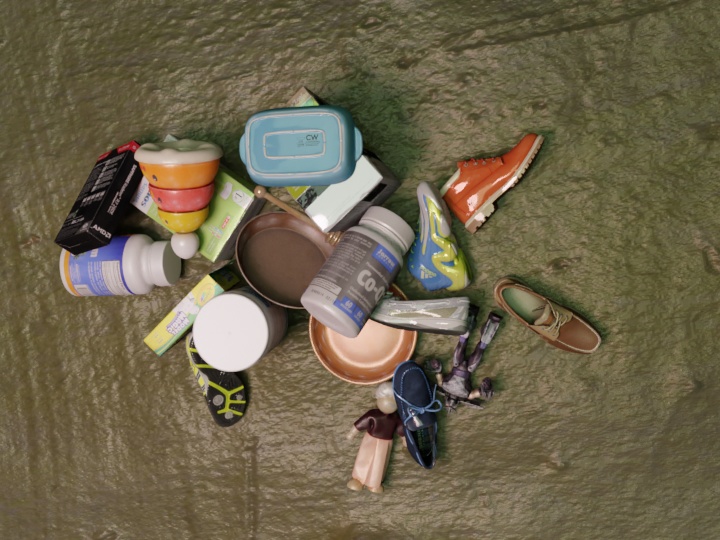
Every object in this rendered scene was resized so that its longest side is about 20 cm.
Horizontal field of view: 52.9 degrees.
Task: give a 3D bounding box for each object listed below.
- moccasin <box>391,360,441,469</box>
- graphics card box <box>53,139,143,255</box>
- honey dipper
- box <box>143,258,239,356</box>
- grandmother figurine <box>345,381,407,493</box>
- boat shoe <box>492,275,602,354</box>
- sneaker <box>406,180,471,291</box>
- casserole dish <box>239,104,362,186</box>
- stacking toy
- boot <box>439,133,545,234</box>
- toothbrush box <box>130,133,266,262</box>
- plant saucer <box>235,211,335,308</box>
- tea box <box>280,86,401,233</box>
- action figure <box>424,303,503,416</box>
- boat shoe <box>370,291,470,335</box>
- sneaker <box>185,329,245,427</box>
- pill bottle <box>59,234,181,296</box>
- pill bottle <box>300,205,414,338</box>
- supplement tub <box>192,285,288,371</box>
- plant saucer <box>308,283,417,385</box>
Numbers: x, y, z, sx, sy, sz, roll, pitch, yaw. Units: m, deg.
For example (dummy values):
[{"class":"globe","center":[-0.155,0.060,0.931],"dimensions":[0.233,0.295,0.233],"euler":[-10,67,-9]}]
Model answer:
[{"class":"moccasin","center":[0.109,0.251,1.251],"dimensions":[0.080,0.068,0.202],"euler":[-20,114,-10]},{"class":"graphics card box","center":[-0.461,-0.130,1.299],"dimensions":[0.125,0.051,0.202],"euler":[-11,51,40]},{"class":"honey dipper","center":[-0.099,-0.095,1.280],"dimensions":[0.199,0.038,0.038],"euler":[32,99,-12]},{"class":"box","center":[-0.296,0.061,1.320],"dimensions":[0.048,0.117,0.200],"euler":[43,100,-3]},{"class":"grandmother figurine","center":[0.037,0.296,1.298],"dimensions":[0.120,0.061,0.202],"euler":[9,100,-22]},{"class":"boat shoe","center":[0.312,0.081,1.225],"dimensions":[0.199,0.074,0.076],"euler":[29,99,8]},{"class":"sneaker","center":[0.114,-0.048,1.243],"dimensions":[0.104,0.076,0.202],"euler":[-19,103,18]},{"class":"casserole dish","center":[-0.096,-0.191,1.102],"dimensions":[0.198,0.039,0.123],"euler":[-1,94,11]},{"class":"stacking toy","center":[-0.301,-0.116,1.232],"dimensions":[0.144,0.146,0.202],"euler":[3,108,11]},{"class":"boot","center":[0.222,-0.171,1.230],"dimensions":[0.107,0.075,0.200],"euler":[44,101,10]},{"class":"toothbrush box","center":[-0.294,-0.131,1.323],"dimensions":[0.199,0.086,0.146],"euler":[34,98,6]},{"class":"plant saucer","center":[-0.125,-0.013,1.268],"dimensions":[0.200,0.200,0.035],"euler":[40,139,6]},{"class":"tea box","center":[-0.053,-0.178,1.215],"dimensions":[0.133,0.200,0.197],"euler":[-41,85,11]},{"class":"action figure","center":[0.180,0.162,1.261],"dimensions":[0.129,0.069,0.202],"euler":[18,100,4]},{"class":"boat shoe","center":[0.086,0.067,1.230],"dimensions":[0.200,0.074,0.065],"euler":[5,78,25]},{"class":"sneaker","center":[-0.270,0.197,1.354],"dimensions":[0.075,0.076,0.202],"euler":[-20,107,-22]},{"class":"pill bottle","center":[-0.442,-0.011,1.347],"dimensions":[0.198,0.112,0.113],"euler":[-3,93,11]},{"class":"pill bottle","center":[0.000,0.000,1.196],"dimensions":[0.113,0.114,0.201],"euler":[32,74,7]},{"class":"supplement tub","center":[-0.203,0.096,1.256],"dimensions":[0.130,0.200,0.134],"euler":[0,92,2]},{"class":"plant saucer","center":[0.006,0.104,1.305],"dimensions":[0.198,0.037,0.203],"euler":[1,94,10]}]
